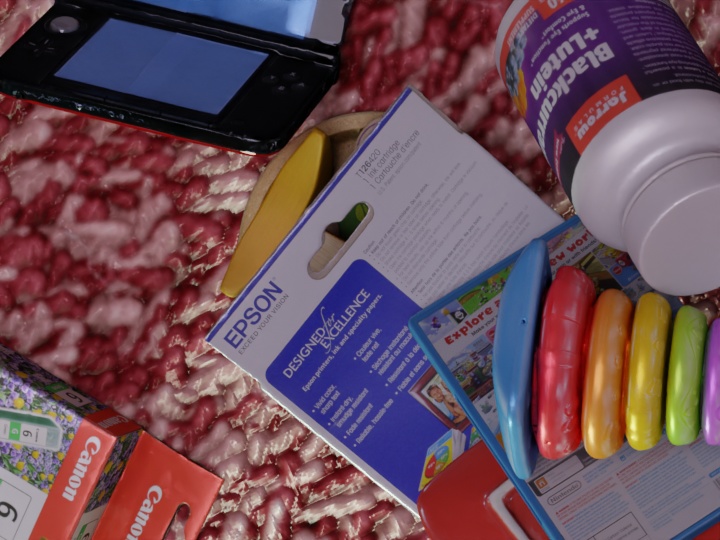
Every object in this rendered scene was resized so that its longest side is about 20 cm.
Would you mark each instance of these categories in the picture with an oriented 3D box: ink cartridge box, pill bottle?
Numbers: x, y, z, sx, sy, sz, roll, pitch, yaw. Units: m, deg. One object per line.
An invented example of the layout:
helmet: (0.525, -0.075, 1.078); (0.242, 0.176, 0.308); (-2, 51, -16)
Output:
ink cartridge box: (0.039, 0.025, 1.495); (0.200, 0.047, 0.198); (40, 88, -11)
pill bottle: (0.161, -0.082, 1.428); (0.111, 0.111, 0.201); (-40, 45, 15)
ink cartridge box: (-0.201, 0.137, 1.632); (0.199, 0.050, 0.110); (29, 102, 13)

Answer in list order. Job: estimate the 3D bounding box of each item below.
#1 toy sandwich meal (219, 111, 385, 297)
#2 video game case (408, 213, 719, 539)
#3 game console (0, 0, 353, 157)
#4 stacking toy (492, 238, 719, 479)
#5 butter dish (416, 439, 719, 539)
toy sandwich meal: (0.000, 0.000, 1.552); (0.204, 0.070, 0.207); (1, 95, 16)
video game case: (0.139, 0.072, 1.436); (0.143, 0.018, 0.201); (-31, 68, -7)
game console: (-0.113, -0.176, 1.551); (0.199, 0.173, 0.119); (14, 125, 15)
stacking toy: (0.176, 0.057, 1.364); (0.198, 0.110, 0.117); (4, 65, 11)
butter dish: (0.165, 0.171, 1.481); (0.199, 0.148, 0.200); (-35, 68, -9)
